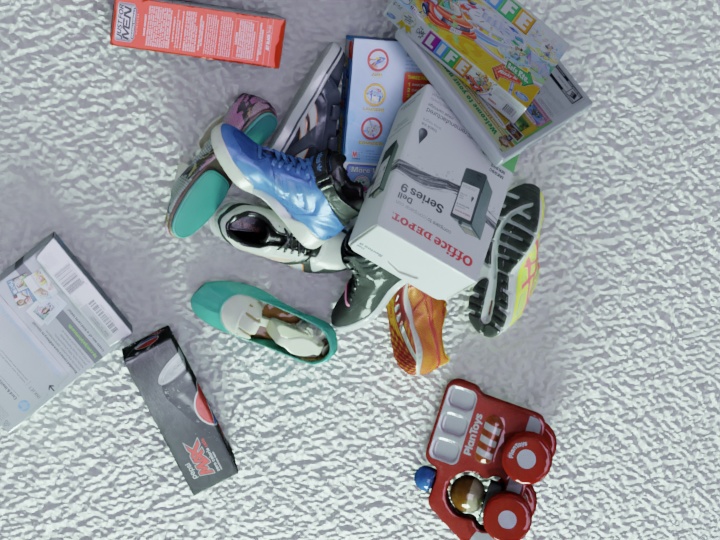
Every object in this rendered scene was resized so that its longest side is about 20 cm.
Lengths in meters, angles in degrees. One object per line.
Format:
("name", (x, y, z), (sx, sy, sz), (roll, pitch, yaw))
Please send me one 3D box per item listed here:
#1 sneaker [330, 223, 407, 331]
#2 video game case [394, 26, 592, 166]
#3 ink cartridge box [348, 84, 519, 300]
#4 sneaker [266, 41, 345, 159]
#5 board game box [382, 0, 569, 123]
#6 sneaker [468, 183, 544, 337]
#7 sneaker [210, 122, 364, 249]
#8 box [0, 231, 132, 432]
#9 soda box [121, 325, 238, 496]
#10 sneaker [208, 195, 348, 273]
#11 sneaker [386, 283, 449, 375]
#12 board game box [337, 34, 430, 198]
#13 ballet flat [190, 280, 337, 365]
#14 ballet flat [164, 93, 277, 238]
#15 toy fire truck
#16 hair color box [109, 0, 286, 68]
("sneaker", (0.000, 0.000, 1.692), (0.098, 0.071, 0.200), (23, 134, -30))
("video game case", (0.161, -0.239, 1.643), (0.181, 0.022, 0.201), (-32, 81, -36))
("ink cartridge box", (0.090, -0.090, 1.614), (0.145, 0.084, 0.202), (28, 64, -17))
("sneaker", (-0.056, -0.176, 1.676), (0.079, 0.079, 0.202), (27, 108, -11))
("board game box", (0.139, -0.284, 1.621), (0.199, 0.034, 0.135), (39, 53, -3))
("sneaker", (0.197, -0.018, 1.763), (0.090, 0.078, 0.203), (-11, 123, -52))
("sneaker", (-0.076, -0.121, 1.607), (0.111, 0.077, 0.200), (-33, 117, 24))
("box", (-0.404, 0.077, 1.686), (0.199, 0.041, 0.157), (-39, 107, -1))
("soda box", (-0.226, 0.176, 1.732), (0.070, 0.063, 0.202), (-26, 107, -4))
("sneaker", (-0.091, -0.035, 1.701), (0.197, 0.080, 0.075), (13, 98, -15))
("sneaker", (0.071, 0.031, 1.763), (0.076, 0.073, 0.203), (-16, 106, -35))
("board game box", (0.072, -0.184, 1.709), (0.197, 0.056, 0.199), (3, 102, -12))
("ballet flat", (-0.116, 0.066, 1.723), (0.197, 0.070, 0.068), (21, 99, -14))
("ballet flat", (-0.180, -0.130, 1.668), (0.201, 0.071, 0.069), (-53, 146, -4))
("toy fire truck", (0.162, 0.260, 1.816), (0.166, 0.112, 0.203), (20, 99, 10))
("hair color box", (-0.192, -0.283, 1.611), (0.197, 0.102, 0.062), (7, 102, -11))
